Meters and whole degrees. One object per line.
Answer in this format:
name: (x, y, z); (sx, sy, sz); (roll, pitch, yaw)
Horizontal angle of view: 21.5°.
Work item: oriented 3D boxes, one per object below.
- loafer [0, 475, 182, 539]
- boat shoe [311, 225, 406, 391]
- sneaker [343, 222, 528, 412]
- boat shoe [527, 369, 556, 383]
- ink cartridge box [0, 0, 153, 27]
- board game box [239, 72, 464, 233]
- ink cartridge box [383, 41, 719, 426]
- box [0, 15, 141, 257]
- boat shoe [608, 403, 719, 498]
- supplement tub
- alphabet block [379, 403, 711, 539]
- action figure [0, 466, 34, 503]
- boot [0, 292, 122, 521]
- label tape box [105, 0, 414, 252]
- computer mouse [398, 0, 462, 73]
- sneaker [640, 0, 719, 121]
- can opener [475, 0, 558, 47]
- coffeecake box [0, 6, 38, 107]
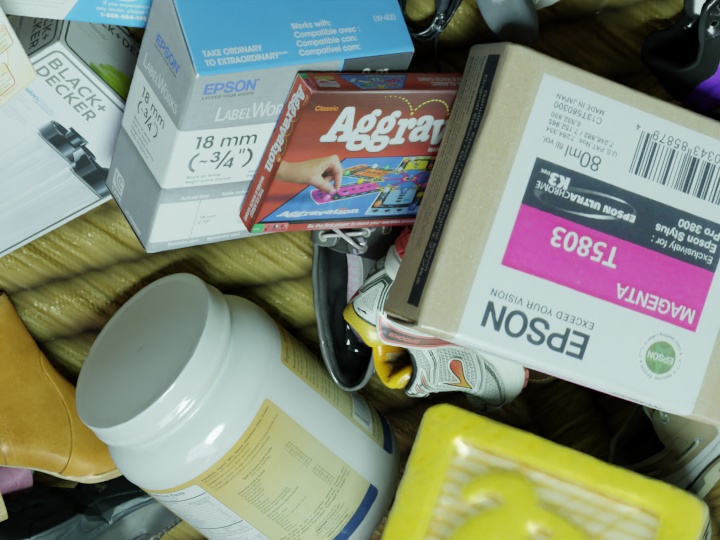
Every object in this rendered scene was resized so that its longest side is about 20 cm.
loafer: (-0.174, 0.180, 1.371); (0.199, 0.073, 0.073); (-19, 119, -23)
boat shoe: (0.000, 0.000, 1.223); (0.066, 0.057, 0.201); (18, 141, 21)
sneaker: (0.045, 0.043, 1.218); (0.082, 0.078, 0.200); (-42, 144, -1)
boat shoe: (0.125, 0.009, 1.226); (0.071, 0.068, 0.201); (8, 136, -4)
ink cartridge box: (-0.152, -0.230, 1.001); (0.115, 0.067, 0.201); (6, 137, -1)
board game box: (0.032, -0.070, 1.109); (0.199, 0.019, 0.103); (-4, 133, -36)
ink cartridge box: (0.135, -0.019, 1.069); (0.198, 0.166, 0.075); (18, 180, -16)
box: (-0.216, -0.082, 1.163); (0.199, 0.060, 0.117); (-24, 130, 26)
boat shoe: (0.228, 0.094, 1.302); (0.068, 0.075, 0.201); (6, 137, -11)
supplement tub: (-0.082, 0.107, 1.289); (0.144, 0.145, 0.200); (-27, 128, 28)
alphabet block: (0.117, 0.218, 1.272); (0.195, 0.197, 0.200); (17, 173, 14)
action figure: (-0.293, 0.177, 1.385); (0.133, 0.150, 0.200); (-4, 150, 17)
boot: (-0.222, 0.082, 1.321); (0.071, 0.200, 0.145); (1, 110, 59)
label tape box: (-0.051, -0.110, 1.066); (0.143, 0.063, 0.201); (-10, 140, -31)
computer mouse: (0.049, -0.110, 1.134); (0.058, 0.034, 0.201); (-2, 135, 7)
sneaker: (0.228, -0.159, 1.044); (0.099, 0.070, 0.200); (26, 132, -18)
can opener: (0.073, -0.206, 1.008); (0.053, 0.067, 0.201); (-9, 137, 12)
coffeecake box: (-0.277, -0.178, 1.003); (0.153, 0.073, 0.201); (28, 153, 41)
